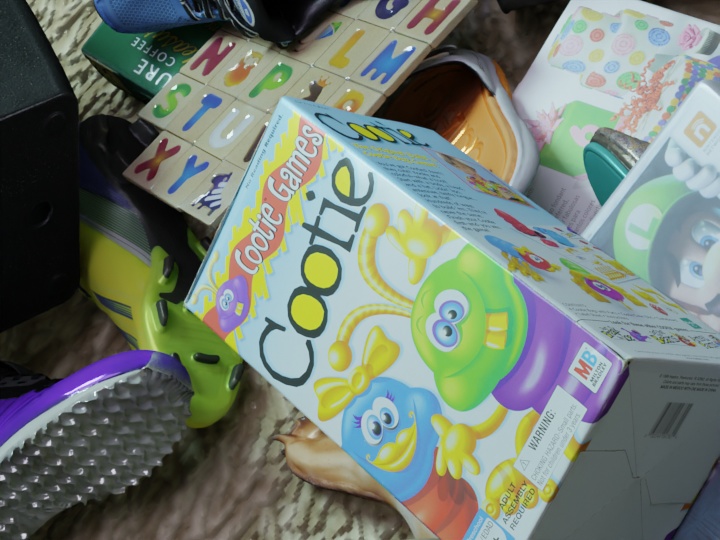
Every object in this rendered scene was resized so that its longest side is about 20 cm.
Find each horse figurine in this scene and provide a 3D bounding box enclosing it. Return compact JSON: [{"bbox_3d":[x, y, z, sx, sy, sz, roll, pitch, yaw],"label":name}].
[{"bbox_3d":[0.055,0.095,0.828,0.133,0.050,0.200,-38,52,-7],"label":"horse figurine"}]

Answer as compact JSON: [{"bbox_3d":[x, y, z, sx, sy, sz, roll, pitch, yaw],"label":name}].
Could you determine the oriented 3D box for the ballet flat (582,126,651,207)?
[{"bbox_3d":[0.170,0.007,0.754,0.067,0.068,0.200,-25,62,-10],"label":"ballet flat"}]

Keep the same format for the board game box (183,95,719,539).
[{"bbox_3d":[0.041,0.027,0.710,0.200,0.105,0.103,39,110,37],"label":"board game box"}]

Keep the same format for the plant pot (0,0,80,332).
[{"bbox_3d":[-0.249,-0.056,0.914,0.200,0.200,0.177,-28,51,-36],"label":"plant pot"}]

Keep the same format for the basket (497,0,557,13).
[{"bbox_3d":[0.164,-0.218,0.885,0.200,0.180,0.136,-1,43,12],"label":"basket"}]

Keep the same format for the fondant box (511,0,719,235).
[{"bbox_3d":[0.160,-0.040,0.845,0.200,0.058,0.144,25,77,31],"label":"fondant box"}]

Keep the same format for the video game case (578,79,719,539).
[{"bbox_3d":[0.138,0.055,0.707,0.200,0.023,0.182,-55,54,22],"label":"video game case"}]

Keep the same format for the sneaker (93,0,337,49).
[{"bbox_3d":[-0.063,-0.161,0.919,0.200,0.079,0.089,-14,41,32],"label":"sneaker"}]

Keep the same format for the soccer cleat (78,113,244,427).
[{"bbox_3d":[-0.119,0.007,0.956,0.084,0.065,0.200,-46,55,35],"label":"soccer cleat"}]

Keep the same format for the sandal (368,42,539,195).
[{"bbox_3d":[0.034,-0.076,0.861,0.079,0.059,0.207,-52,19,8],"label":"sandal"}]

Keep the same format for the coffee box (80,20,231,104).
[{"bbox_3d":[-0.055,-0.169,1.016,0.123,0.044,0.200,30,79,31],"label":"coffee box"}]

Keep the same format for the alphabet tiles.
[{"bbox_3d":[-0.032,-0.107,0.905,0.200,0.006,0.166,-47,36,-10],"label":"alphabet tiles"}]

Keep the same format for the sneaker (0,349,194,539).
[{"bbox_3d":[-0.171,0.079,0.906,0.200,0.070,0.100,-35,45,24],"label":"sneaker"}]

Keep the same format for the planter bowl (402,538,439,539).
[{"bbox_3d":[0.039,0.187,0.710,0.135,0.200,0.200,-35,55,-12],"label":"planter bowl"}]
